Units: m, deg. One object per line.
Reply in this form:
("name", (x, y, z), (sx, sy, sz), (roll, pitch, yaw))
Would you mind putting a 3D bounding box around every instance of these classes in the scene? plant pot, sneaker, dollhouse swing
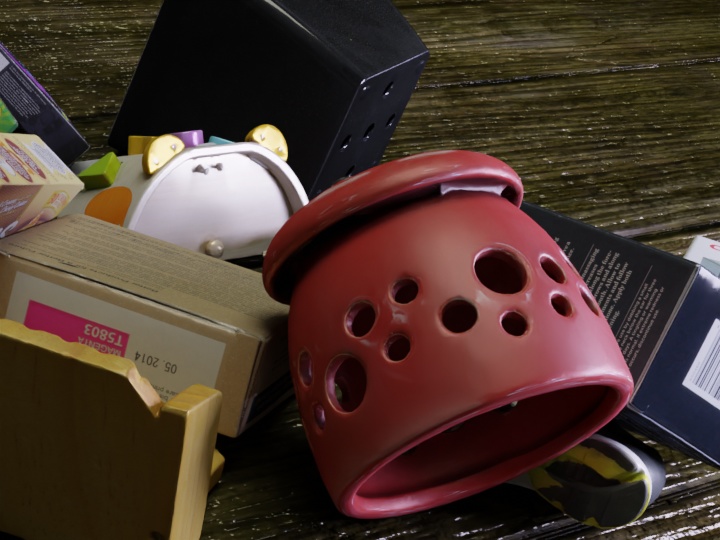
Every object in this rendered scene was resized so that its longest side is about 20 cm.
("plant pot", (-0.062, -0.162, 1.881), (0.177, 0.200, 0.200), (33, 28, 14))
("sneaker", (0.117, 0.115, 1.510), (0.200, 0.075, 0.085), (31, 15, 25))
("dollhouse swing", (-0.172, 0.069, 1.329), (0.200, 0.182, 0.176), (18, 34, 10))
("plant pot", (0.048, 0.034, 1.389), (0.200, 0.200, 0.183), (-6, 67, -38))

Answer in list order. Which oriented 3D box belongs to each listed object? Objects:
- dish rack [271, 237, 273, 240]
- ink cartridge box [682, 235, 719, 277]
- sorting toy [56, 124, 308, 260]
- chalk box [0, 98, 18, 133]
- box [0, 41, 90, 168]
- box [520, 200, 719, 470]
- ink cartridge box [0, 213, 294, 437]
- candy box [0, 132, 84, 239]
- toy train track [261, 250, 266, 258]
("dish rack", (0.027, 0.022, 1.671), (0.153, 0.055, 0.200), (-2, 26, -35))
("ink cartridge box", (0.294, 0.058, 1.700), (0.146, 0.084, 0.200), (19, 23, 11))
("sorting toy", (-0.166, -0.063, 1.731), (0.200, 0.107, 0.180), (-10, 14, -43))
("chalk box", (-0.351, -0.121, 1.643), (0.125, 0.200, 0.124), (30, 69, 37))
("box", (-0.285, -0.156, 1.766), (0.143, 0.036, 0.200), (49, -4, -21))
("box", (0.174, 0.042, 1.530), (0.200, 0.107, 0.148), (23, -6, 47))
("ink cartridge box", (-0.141, 0.033, 1.492), (0.200, 0.075, 0.165), (19, 14, 11))
("candy box", (-0.262, -0.033, 1.462), (0.055, 0.115, 0.200), (44, 7, 5))
("toy train track", (0.000, 0.000, 1.594), (0.115, 0.033, 0.200), (3, 24, -20))
